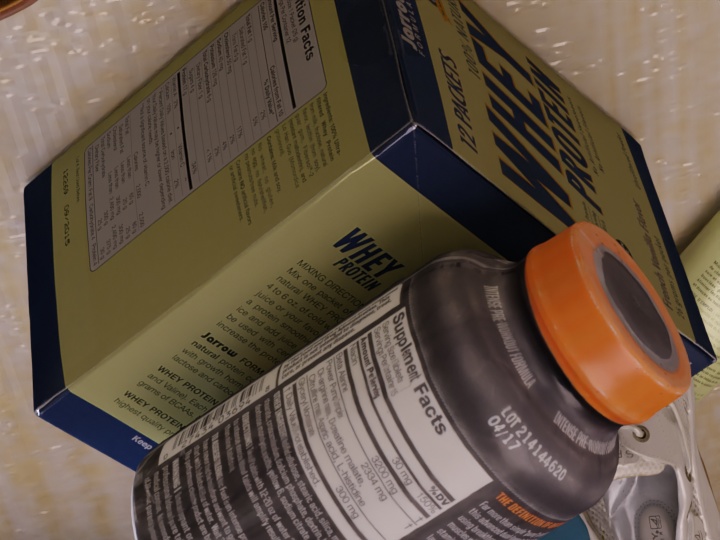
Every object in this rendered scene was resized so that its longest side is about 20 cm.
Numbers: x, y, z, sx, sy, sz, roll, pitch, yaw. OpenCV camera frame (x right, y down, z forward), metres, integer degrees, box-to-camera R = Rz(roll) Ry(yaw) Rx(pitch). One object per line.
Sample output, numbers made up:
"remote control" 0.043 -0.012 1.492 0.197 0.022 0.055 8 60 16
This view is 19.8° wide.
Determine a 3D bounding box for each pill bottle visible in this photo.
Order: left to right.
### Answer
"pill bottle" 0.021 0.063 0.751 0.200 0.107 0.106 -34 132 21

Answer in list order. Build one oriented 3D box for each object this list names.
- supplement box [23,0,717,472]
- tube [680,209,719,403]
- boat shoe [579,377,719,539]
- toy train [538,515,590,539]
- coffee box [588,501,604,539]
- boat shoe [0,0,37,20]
"supplement box" 0.000 0.000 0.857 0.199 0.135 0.200 -37 131 23
"tube" 0.157 0.032 0.988 0.058 0.052 0.200 5 136 -48
"boat shoe" 0.120 0.078 0.951 0.070 0.069 0.201 -17 103 24
"toy train" 0.012 0.168 0.962 0.199 0.085 0.116 -15 151 -15
"coffee box" 0.112 0.265 1.095 0.199 0.199 0.200 -19 139 6
"boat shoe" -0.200 -0.102 0.757 0.199 0.068 0.072 -18 136 6
